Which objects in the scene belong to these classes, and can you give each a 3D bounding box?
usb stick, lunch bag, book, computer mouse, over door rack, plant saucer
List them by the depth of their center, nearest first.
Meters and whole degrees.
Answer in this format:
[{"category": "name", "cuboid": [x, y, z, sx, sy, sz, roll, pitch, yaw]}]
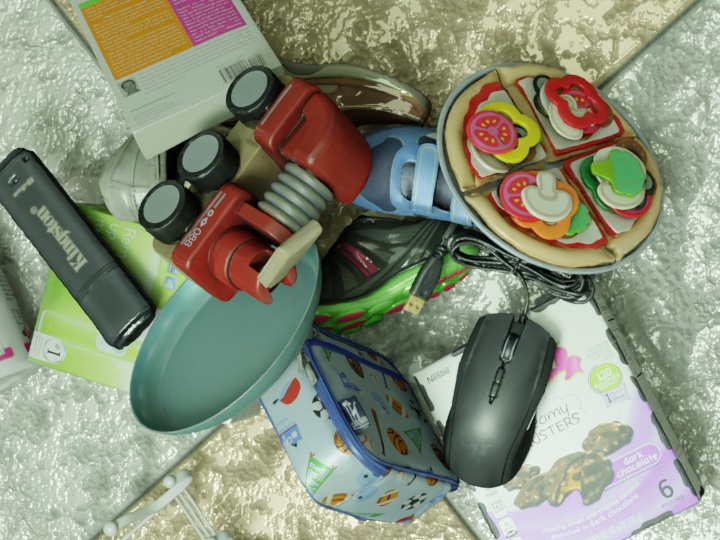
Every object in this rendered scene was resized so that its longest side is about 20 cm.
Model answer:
[{"category": "plant saucer", "cuboid": [-0.103, 0.050, 1.241, 0.200, 0.201, 0.027, -38, 123, 13]}, {"category": "computer mouse", "cuboid": [0.090, 0.068, 1.251, 0.139, 0.046, 0.202, 23, 98, 13]}, {"category": "lunch bag", "cuboid": [-0.007, 0.119, 1.267, 0.075, 0.200, 0.161, -36, 60, 15]}, {"category": "book", "cuboid": [-0.156, -0.193, 1.318, 0.133, 0.048, 0.201, -25, 48, -5]}, {"category": "usb stick", "cuboid": [-0.246, -0.020, 1.333, 0.055, 0.033, 0.200, -45, 73, 16]}, {"category": "over door rack", "cuboid": [-0.185, 0.294, 1.371, 0.200, 0.066, 0.148, -45, 70, 21]}]

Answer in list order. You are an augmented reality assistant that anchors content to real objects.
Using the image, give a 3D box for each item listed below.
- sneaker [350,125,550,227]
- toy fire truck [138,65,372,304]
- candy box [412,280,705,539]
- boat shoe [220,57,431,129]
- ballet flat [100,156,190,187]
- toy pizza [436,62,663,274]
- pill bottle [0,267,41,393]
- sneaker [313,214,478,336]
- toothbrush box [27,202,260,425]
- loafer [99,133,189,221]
[{"category": "sneaker", "cuboid": [0.078, -0.073, 1.274, 0.198, 0.082, 0.075, 4, 103, -10]}, {"category": "toy fire truck", "cuboid": [-0.058, -0.053, 1.185, 0.199, 0.129, 0.177, 31, 80, 43]}, {"category": "candy box", "cuboid": [0.163, 0.134, 1.294, 0.167, 0.071, 0.201, -29, 83, 14]}, {"category": "boat shoe", "cuboid": [-0.034, -0.137, 1.339, 0.198, 0.076, 0.072, 10, 83, 25]}, {"category": "ballet flat", "cuboid": [-0.147, -0.079, 1.377, 0.198, 0.069, 0.070, 3, 92, 15]}, {"category": "toy pizza", "cuboid": [0.156, -0.089, 1.245, 0.200, 0.200, 0.032, 46, 145, 9]}, {"category": "pill bottle", "cuboid": [-0.378, 0.019, 1.417, 0.113, 0.113, 0.201, -27, 84, 14]}, {"category": "sneaker", "cuboid": [0.000, 0.000, 1.325, 0.198, 0.077, 0.084, -20, 71, -12]}, {"category": "toothbrush box", "cuboid": [-0.174, 0.035, 1.377, 0.198, 0.086, 0.147, 17, 95, 13]}, {"category": "loafer", "cuboid": [-0.155, -0.120, 1.332, 0.069, 0.070, 0.201, 0, 51, 23]}]
